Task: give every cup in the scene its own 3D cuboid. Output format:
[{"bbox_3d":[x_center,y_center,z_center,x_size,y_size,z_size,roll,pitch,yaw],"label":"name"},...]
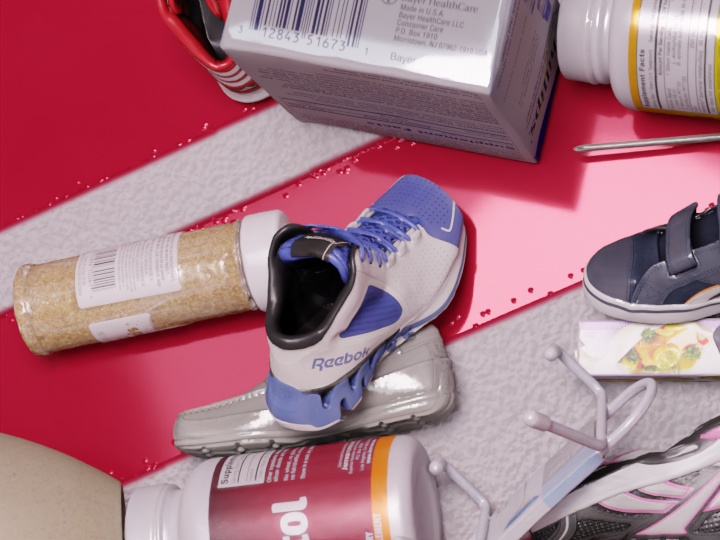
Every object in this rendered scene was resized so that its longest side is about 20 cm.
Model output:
[{"bbox_3d":[-0.229,0.199,1.479,0.142,0.200,0.202,-3,80,-5],"label":"cup"}]

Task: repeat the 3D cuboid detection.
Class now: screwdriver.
[{"bbox_3d":[0.243,-0.094,1.483,0.198,0.028,0.029,-1,50,14],"label":"screwdriver"}]

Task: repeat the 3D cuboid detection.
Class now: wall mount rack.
[{"bbox_3d":[0.095,0.127,1.385,0.075,0.174,0.200,43,106,-5],"label":"wall mount rack"}]

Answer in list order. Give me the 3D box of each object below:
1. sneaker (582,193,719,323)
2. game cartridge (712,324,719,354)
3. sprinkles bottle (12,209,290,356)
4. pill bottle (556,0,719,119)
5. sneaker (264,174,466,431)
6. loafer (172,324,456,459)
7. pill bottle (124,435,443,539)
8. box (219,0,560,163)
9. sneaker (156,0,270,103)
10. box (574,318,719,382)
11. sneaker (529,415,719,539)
[{"bbox_3d":[0.243,-0.018,1.434,0.198,0.080,0.079,-4,42,8],"label":"sneaker"},{"bbox_3d":[0.317,0.043,1.377,0.199,0.040,0.134,-34,110,-20],"label":"game cartridge"},{"bbox_3d":[-0.142,0.009,1.538,0.198,0.068,0.069,-11,79,12],"label":"sprinkles bottle"},{"bbox_3d":[0.235,-0.155,1.447,0.198,0.109,0.110,8,83,21],"label":"pill bottle"},{"bbox_3d":[0.000,0.001,1.444,0.080,0.116,0.200,21,57,25],"label":"sneaker"},{"bbox_3d":[-0.033,0.085,1.503,0.198,0.070,0.070,-11,74,4],"label":"loafer"},{"bbox_3d":[-0.051,0.177,1.466,0.198,0.113,0.114,-8,79,13],"label":"pill bottle"},{"bbox_3d":[0.029,-0.156,1.454,0.182,0.200,0.106,12,83,15],"label":"box"},{"bbox_3d":[-0.108,-0.225,1.542,0.078,0.115,0.201,-25,76,9],"label":"sneaker"},{"bbox_3d":[0.242,0.053,1.452,0.198,0.041,0.039,-1,82,13],"label":"box"},{"bbox_3d":[0.204,0.156,1.429,0.199,0.080,0.087,-24,88,15],"label":"sneaker"}]
